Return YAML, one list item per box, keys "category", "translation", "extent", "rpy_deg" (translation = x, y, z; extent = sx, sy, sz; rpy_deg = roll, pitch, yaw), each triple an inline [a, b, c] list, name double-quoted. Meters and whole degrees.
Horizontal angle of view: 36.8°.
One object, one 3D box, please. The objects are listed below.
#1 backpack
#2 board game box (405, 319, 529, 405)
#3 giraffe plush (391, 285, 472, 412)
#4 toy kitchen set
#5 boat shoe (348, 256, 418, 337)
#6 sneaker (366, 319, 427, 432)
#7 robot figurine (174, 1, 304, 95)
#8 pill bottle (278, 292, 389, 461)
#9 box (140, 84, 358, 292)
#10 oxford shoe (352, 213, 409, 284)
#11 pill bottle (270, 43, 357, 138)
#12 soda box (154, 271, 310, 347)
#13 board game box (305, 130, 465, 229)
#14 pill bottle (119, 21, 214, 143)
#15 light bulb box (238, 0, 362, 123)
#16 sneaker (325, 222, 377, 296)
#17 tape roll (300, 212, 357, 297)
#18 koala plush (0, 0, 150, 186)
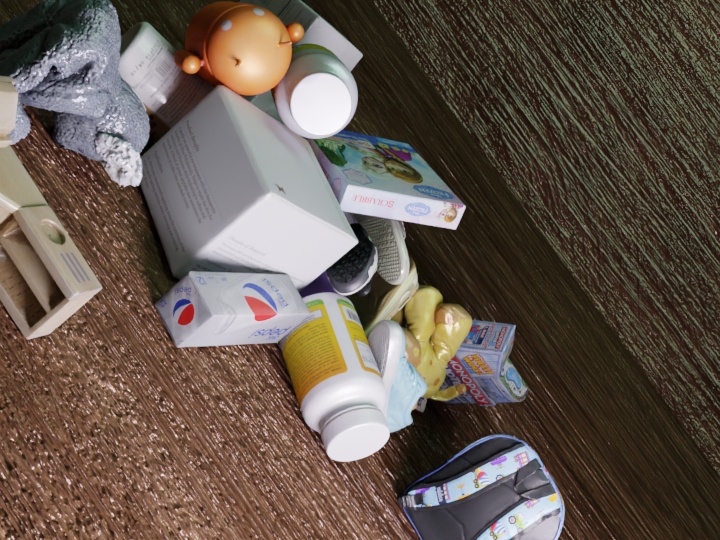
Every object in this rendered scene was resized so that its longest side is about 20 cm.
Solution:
- category: "backpack"
  translation: [0.177, 0.315, 1.418]
  extent: [0.134, 0.200, 0.183]
  rpy_deg: [18, 38, -59]
- category: "board game box"
  translation: [0.173, 0.146, 1.702]
  extent: [0.200, 0.199, 0.062]
  rpy_deg: [53, 50, -30]
- category: "giraffe plush"
  translation: [0.057, 0.129, 1.594]
  extent: [0.162, 0.172, 0.202]
  rpy_deg: [-13, 101, -58]
- category: "toy kitchen set"
  translation: [-0.325, -0.049, 0.943]
  extent: [0.181, 0.163, 0.200]
  rpy_deg: [55, 19, 7]
- category: "boat shoe"
  translation: [0.013, 0.064, 1.554]
  extent: [0.073, 0.201, 0.063]
  rpy_deg: [21, -33, 35]
- category: "sneaker"
  translation: [0.049, 0.137, 1.444]
  extent: [0.081, 0.201, 0.074]
  rpy_deg: [-10, 47, -18]
- category: "robot figurine"
  translation: [-0.159, -0.292, 1.416]
  extent: [0.143, 0.117, 0.200]
  rpy_deg: [19, 7, -29]
- category: "pill bottle"
  translation: [-0.032, 0.137, 1.380]
  extent: [0.111, 0.111, 0.201]
  rpy_deg: [31, 29, -47]
- category: "box"
  translation: [-0.149, -0.087, 1.403]
  extent: [0.200, 0.171, 0.200]
  rpy_deg: [27, 30, -51]
- category: "oxford shoe"
  translation: [0.040, -0.056, 1.576]
  extent: [0.057, 0.075, 0.201]
  rpy_deg: [13, 34, -30]
- category: "pill bottle"
  translation: [-0.063, -0.242, 1.469]
  extent: [0.112, 0.112, 0.200]
  rpy_deg: [46, 7, -19]
- category: "soda box"
  translation: [-0.149, 0.046, 1.302]
  extent: [0.200, 0.068, 0.064]
  rpy_deg: [4, 51, -59]
- category: "board game box"
  translation: [0.023, -0.139, 1.569]
  extent: [0.199, 0.041, 0.200]
  rpy_deg: [7, 29, -31]
- category: "pill bottle"
  translation: [-0.261, -0.231, 1.485]
  extent: [0.200, 0.114, 0.115]
  rpy_deg: [43, 21, -25]
- category: "light bulb box"
  translation: [-0.139, -0.351, 1.787]
  extent: [0.125, 0.198, 0.200]
  rpy_deg: [33, 11, -46]
- category: "sneaker"
  translation: [0.000, 0.000, 1.483]
  extent: [0.200, 0.071, 0.083]
  rpy_deg: [-88, 157, -68]
- category: "tape roll"
  translation: [-0.059, -0.052, 1.615]
  extent: [0.200, 0.085, 0.201]
  rpy_deg: [37, 41, -40]
- category: "koala plush"
  translation: [-0.315, -0.198, 1.250]
  extent: [0.200, 0.183, 0.178]
  rpy_deg: [53, 15, -38]
